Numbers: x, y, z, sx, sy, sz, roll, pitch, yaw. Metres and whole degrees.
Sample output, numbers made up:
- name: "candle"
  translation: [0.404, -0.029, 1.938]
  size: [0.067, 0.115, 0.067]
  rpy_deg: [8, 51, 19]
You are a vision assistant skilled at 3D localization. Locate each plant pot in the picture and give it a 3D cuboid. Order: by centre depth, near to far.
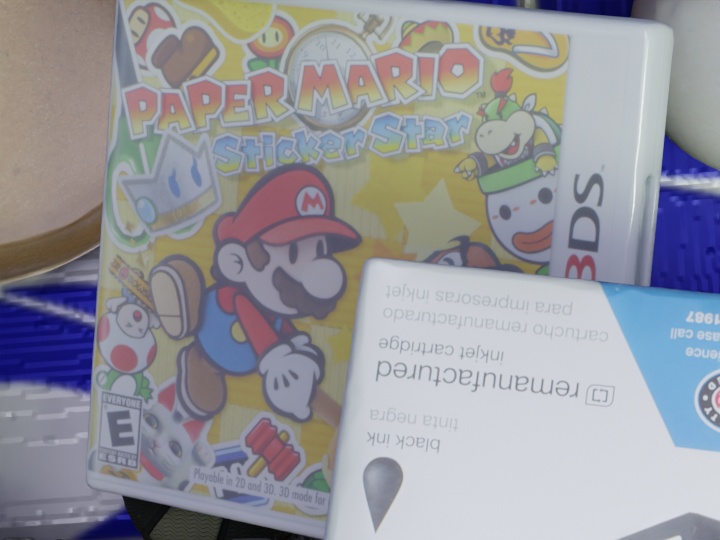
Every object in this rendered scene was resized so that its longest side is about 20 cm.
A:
- name: "plant pot"
  translation: [-0.144, -0.091, 0.965]
  size: [0.200, 0.027, 0.200]
  rpy_deg: [-1, 83, 9]

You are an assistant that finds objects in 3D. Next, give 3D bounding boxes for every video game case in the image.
- name: "video game case"
  translation: [0.000, 0.000, 0.846]
  size: [0.200, 0.023, 0.182]
  rpy_deg: [9, 99, 29]

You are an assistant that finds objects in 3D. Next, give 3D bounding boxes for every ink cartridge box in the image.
- name: "ink cartridge box"
  translation: [0.061, 0.107, 0.735]
  size: [0.145, 0.084, 0.200]
  rpy_deg: [6, 79, 7]

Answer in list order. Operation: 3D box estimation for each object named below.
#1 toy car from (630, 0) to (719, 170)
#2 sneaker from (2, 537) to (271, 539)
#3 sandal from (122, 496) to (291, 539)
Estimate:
- name: "toy car"
  translation: [0.122, -0.105, 0.882]
  size: [0.184, 0.177, 0.200]
  rpy_deg: [-26, 117, -25]
- name: "sneaker"
  translation: [-0.093, 0.141, 0.886]
  size: [0.200, 0.074, 0.085]
  rpy_deg: [-6, 61, 13]
- name: "sandal"
  translation: [-0.025, 0.017, 0.912]
  size: [0.080, 0.057, 0.201]
  rpy_deg: [25, 102, 26]
